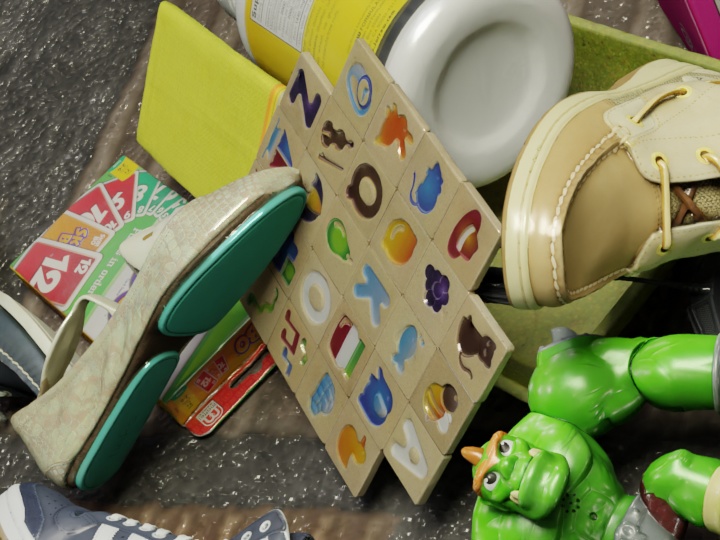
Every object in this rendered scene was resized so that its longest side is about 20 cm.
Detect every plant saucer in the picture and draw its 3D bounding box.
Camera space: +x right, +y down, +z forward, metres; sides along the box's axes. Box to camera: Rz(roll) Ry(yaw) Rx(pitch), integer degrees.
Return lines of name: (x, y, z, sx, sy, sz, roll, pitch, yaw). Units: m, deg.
plant saucer: (0.086, -0.031, 0.873, 0.199, 0.048, 0.200, 26, 70, 43)

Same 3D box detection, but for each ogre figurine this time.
ogre figurine: (0.101, 0.106, 0.715, 0.120, 0.098, 0.201, 19, 97, 28)

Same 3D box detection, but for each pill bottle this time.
pill bottle: (0.007, -0.127, 0.888, 0.112, 0.112, 0.200, -42, 43, -8)

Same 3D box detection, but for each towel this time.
towel: (-0.059, -0.066, 0.909, 0.200, 0.018, 0.086, 40, 123, 46)

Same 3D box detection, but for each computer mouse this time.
computer mouse: (0.134, 0.013, 0.769, 0.199, 0.034, 0.059, 9, 63, 5)

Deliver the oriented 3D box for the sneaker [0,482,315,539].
sneaker: (-0.083, 0.137, 0.811, 0.109, 0.070, 0.200, -46, 51, -5)

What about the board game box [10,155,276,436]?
board game box: (-0.110, 0.010, 0.974, 0.096, 0.030, 0.200, -45, 47, -10)

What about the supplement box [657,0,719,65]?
supplement box: (0.239, -0.184, 0.874, 0.200, 0.103, 0.101, -27, 45, 7)

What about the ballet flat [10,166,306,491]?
ballet flat: (-0.104, 0.018, 0.846, 0.062, 0.067, 0.200, 42, 104, 18)

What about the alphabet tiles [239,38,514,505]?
alphabet tiles: (0.000, 0.000, 0.808, 0.200, 0.006, 0.167, 57, 135, 36)

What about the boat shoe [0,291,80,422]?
boat shoe: (-0.206, 0.041, 0.968, 0.062, 0.075, 0.200, -45, 43, -13)

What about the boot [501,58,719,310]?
boot: (0.157, -0.029, 0.706, 0.155, 0.073, 0.200, 12, 26, 29)
